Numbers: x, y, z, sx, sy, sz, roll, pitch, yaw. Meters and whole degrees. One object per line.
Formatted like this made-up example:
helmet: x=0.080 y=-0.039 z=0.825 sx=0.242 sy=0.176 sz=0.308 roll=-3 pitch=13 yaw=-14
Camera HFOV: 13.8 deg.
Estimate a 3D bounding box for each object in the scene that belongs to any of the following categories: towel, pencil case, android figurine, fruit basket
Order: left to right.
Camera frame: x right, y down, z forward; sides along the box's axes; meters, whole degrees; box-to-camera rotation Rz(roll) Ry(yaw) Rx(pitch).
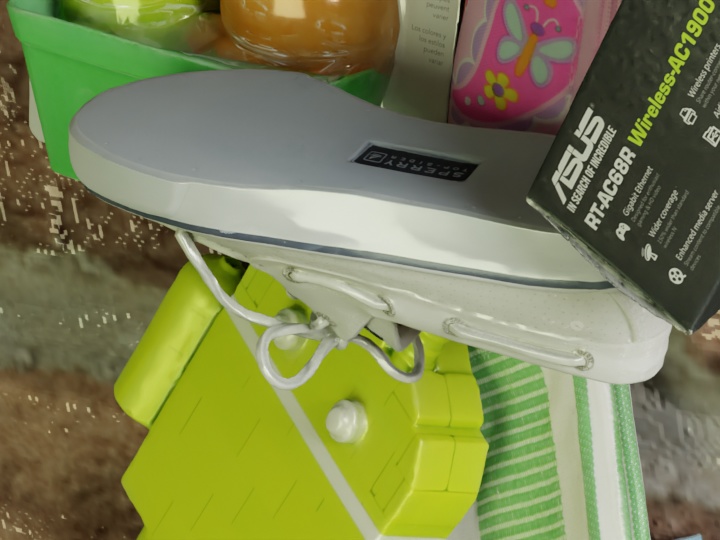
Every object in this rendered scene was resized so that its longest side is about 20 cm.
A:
fruit basket: x=-0.036 y=-0.118 z=0.974 sx=0.184 sy=0.094 sz=0.201 roll=17 pitch=107 yaw=34
android figurine: x=-0.024 y=0.071 z=1.033 sx=0.200 sy=0.041 sz=0.182 roll=-58 pitch=46 yaw=30
towel: x=0.023 y=0.101 z=1.017 sx=0.199 sy=0.023 sz=0.154 roll=-25 pitch=65 yaw=44
pencil case: x=0.072 y=-0.077 z=0.883 sx=0.087 sy=0.087 sz=0.201 roll=27 pitch=129 yaw=28

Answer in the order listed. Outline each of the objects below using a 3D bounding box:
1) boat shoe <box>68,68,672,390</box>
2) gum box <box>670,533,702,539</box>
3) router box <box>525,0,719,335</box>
boat shoe: x=0.003 y=-0.002 z=0.885 sx=0.201 sy=0.075 sz=0.087 roll=11 pitch=124 yaw=26
gum box: x=0.067 y=0.205 z=1.034 sx=0.169 sy=0.044 sz=0.201 roll=-18 pitch=83 yaw=45
router box: x=0.138 y=-0.096 z=0.767 sx=0.062 sy=0.150 sz=0.201 roll=40 pitch=133 yaw=17
